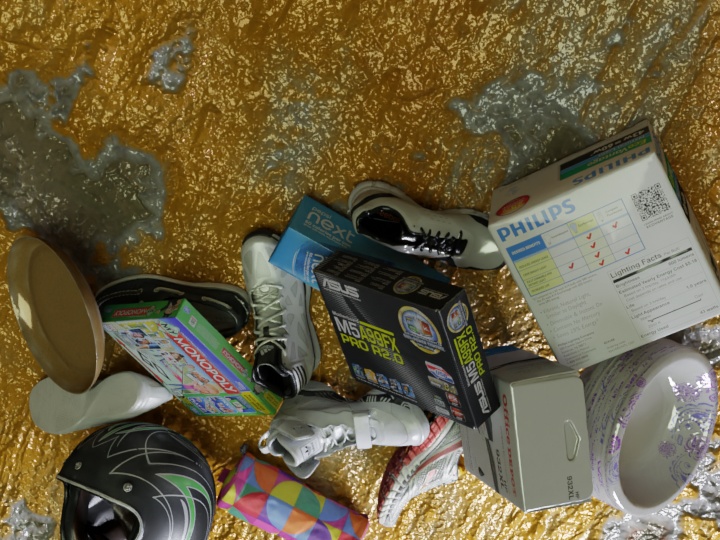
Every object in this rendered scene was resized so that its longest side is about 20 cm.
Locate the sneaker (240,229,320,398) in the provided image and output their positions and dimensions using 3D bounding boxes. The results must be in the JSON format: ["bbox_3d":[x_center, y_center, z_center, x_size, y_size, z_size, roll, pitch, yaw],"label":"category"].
[{"bbox_3d":[-0.097,0.058,1.432,0.075,0.115,0.201,-12,111,13],"label":"sneaker"}]

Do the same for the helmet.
[{"bbox_3d":[-0.276,0.281,1.511,0.199,0.200,0.192,3,99,6],"label":"helmet"}]

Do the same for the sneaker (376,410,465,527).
[{"bbox_3d":[0.084,0.248,1.513,0.082,0.078,0.200,31,114,-8],"label":"sneaker"}]

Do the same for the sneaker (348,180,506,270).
[{"bbox_3d":[0.078,-0.038,1.388,0.199,0.080,0.074,16,113,-1],"label":"sneaker"}]

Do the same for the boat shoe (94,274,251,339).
[{"bbox_3d":[-0.233,0.048,1.476,0.199,0.060,0.076,-4,113,9],"label":"boat shoe"}]

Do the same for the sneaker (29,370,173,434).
[{"bbox_3d":[-0.327,0.169,1.541,0.199,0.088,0.076,-7,79,30],"label":"sneaker"}]

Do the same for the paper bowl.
[{"bbox_3d":[0.312,0.170,1.401,0.104,0.200,0.202,22,124,44],"label":"paper bowl"}]

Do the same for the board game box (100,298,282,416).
[{"bbox_3d":[-0.201,0.107,1.450,0.134,0.029,0.200,-5,138,38],"label":"board game box"}]

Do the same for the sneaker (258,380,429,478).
[{"bbox_3d":[-0.023,0.197,1.455,0.199,0.115,0.075,8,126,27],"label":"sneaker"}]

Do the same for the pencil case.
[{"bbox_3d":[-0.088,0.306,1.561,0.200,0.088,0.089,30,114,-5],"label":"pencil case"}]

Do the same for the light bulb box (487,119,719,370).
[{"bbox_3d":[0.270,-0.025,1.341,0.198,0.125,0.200,-24,108,18],"label":"light bulb box"}]

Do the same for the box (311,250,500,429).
[{"bbox_3d":[0.048,0.072,1.319,0.200,0.044,0.161,18,137,45],"label":"box"}]

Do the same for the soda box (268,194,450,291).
[{"bbox_3d":[0.000,0.000,1.413,0.199,0.068,0.064,29,130,-5],"label":"soda box"}]

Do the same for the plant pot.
[{"bbox_3d":[-0.361,0.051,1.460,0.200,0.027,0.201,25,126,41],"label":"plant pot"}]

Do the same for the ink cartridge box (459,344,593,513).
[{"bbox_3d":[0.178,0.173,1.376,0.083,0.200,0.146,-8,96,-13],"label":"ink cartridge box"}]
